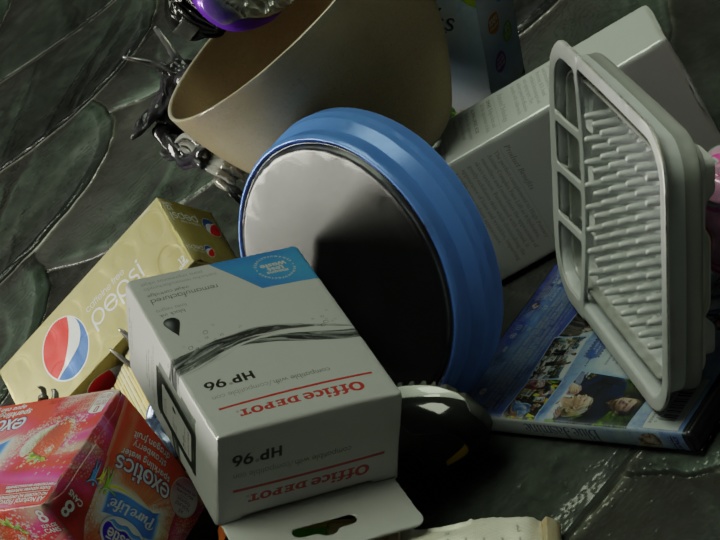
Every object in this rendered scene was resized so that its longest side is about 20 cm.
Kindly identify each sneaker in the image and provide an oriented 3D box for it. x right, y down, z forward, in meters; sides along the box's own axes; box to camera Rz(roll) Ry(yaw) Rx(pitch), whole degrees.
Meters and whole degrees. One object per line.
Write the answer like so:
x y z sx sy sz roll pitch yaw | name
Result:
-0.095 -0.189 1.249 0.100 0.069 0.201 -45 16 22 | sneaker
-0.005 0.135 1.124 0.199 0.070 0.091 -18 46 32 | sneaker

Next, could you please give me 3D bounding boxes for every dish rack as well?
0.159 -0.032 1.061 0.043 0.173 0.200 -8 25 -9 | dish rack

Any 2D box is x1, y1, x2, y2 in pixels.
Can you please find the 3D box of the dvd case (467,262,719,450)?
0.159 0.046 1.113 0.199 0.018 0.143 0 43 50 | dvd case

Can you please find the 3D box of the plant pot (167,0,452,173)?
-0.014 -0.129 1.253 0.200 0.134 0.201 -39 21 18 | plant pot

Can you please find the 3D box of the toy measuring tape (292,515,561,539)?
0.018 0.177 1.045 0.198 0.074 0.074 -5 33 8 | toy measuring tape

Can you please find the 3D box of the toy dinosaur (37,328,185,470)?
-0.137 0.110 1.208 0.180 0.201 0.106 -1 50 20 | toy dinosaur

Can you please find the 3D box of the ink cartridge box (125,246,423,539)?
-0.051 0.075 1.063 0.115 0.068 0.200 -13 38 -21 | ink cartridge box

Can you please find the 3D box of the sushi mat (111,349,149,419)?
-0.154 0.134 1.280 0.096 0.012 0.200 -60 31 13 | sushi mat

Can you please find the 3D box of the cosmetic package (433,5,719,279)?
0.137 -0.082 1.255 0.199 0.102 0.074 -29 25 10 | cosmetic package

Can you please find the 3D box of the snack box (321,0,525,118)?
0.031 -0.175 1.365 0.167 0.201 0.068 6 36 28 | snack box

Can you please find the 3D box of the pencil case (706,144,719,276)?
0.269 -0.080 1.091 0.200 0.088 0.087 -43 27 -27 | pencil case

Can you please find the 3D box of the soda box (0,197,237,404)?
-0.180 0.040 1.384 0.200 0.064 0.068 -46 59 21 | soda box

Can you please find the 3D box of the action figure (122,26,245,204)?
-0.088 -0.096 1.361 0.102 0.200 0.119 -8 36 51 | action figure

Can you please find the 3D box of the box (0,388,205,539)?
-0.206 0.148 1.113 0.199 0.100 0.096 -10 35 38 | box

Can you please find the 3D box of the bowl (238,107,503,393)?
0.000 0.000 1.143 0.200 0.202 0.039 -3 18 47 | bowl
